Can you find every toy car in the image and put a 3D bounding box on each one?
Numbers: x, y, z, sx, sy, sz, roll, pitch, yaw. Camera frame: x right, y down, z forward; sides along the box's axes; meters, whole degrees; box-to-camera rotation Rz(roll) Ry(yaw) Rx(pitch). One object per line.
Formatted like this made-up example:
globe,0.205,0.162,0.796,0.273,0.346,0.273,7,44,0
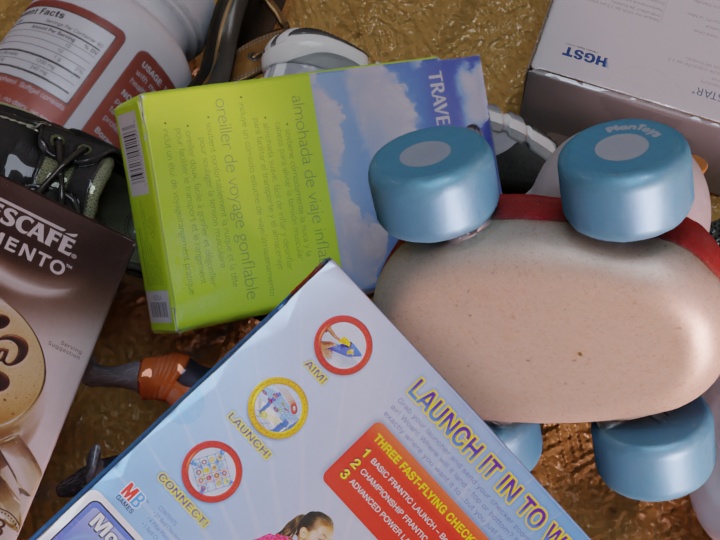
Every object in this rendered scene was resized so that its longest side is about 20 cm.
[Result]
toy car,0.111,-0.016,0.841,0.176,0.185,0.200,0,33,20

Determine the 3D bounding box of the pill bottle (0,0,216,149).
pill bottle,-0.170,-0.095,0.957,0.112,0.112,0.201,27,66,11

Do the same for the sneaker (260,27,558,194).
sneaker,0.021,-0.051,0.948,0.199,0.075,0.116,22,70,-14

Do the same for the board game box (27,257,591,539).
board game box,-0.020,0.134,0.746,0.196,0.056,0.200,-43,91,-12

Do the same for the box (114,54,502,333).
box,-0.022,-0.044,0.863,0.199,0.048,0.123,-11,93,-26

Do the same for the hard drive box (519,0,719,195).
hard drive box,0.200,-0.163,1.017,0.155,0.077,0.201,18,65,8

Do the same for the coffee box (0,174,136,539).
coffee box,-0.193,0.056,0.747,0.112,0.080,0.201,25,52,-12

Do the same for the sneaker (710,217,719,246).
sneaker,0.155,0.003,0.939,0.199,0.076,0.115,28,65,9

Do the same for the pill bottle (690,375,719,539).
pill bottle,0.280,0.103,0.850,0.199,0.104,0.105,9,62,-18

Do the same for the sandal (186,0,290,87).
sandal,-0.069,-0.115,0.975,0.054,0.082,0.201,15,52,5

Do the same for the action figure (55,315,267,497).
action figure,-0.060,0.080,0.873,0.192,0.200,0.105,12,107,-19

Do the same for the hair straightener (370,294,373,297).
hair straightener,0.000,0.000,0.951,0.077,0.041,0.200,-33,64,-16

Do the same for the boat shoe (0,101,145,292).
boat shoe,-0.150,-0.042,0.858,0.200,0.066,0.072,27,71,-28
